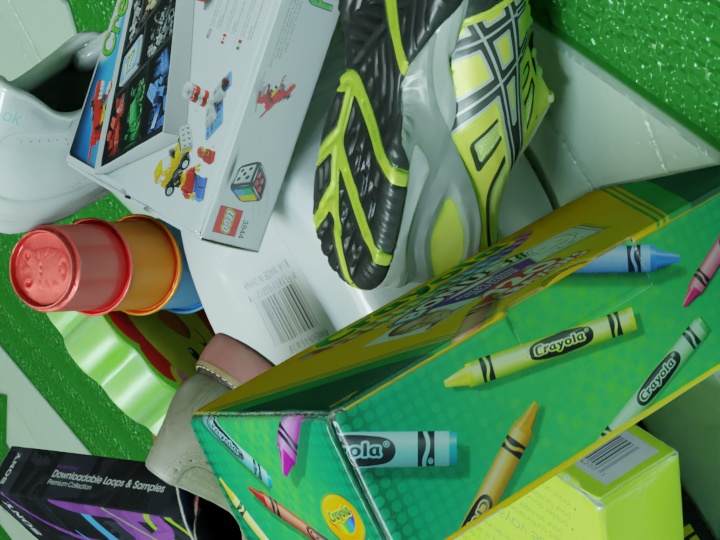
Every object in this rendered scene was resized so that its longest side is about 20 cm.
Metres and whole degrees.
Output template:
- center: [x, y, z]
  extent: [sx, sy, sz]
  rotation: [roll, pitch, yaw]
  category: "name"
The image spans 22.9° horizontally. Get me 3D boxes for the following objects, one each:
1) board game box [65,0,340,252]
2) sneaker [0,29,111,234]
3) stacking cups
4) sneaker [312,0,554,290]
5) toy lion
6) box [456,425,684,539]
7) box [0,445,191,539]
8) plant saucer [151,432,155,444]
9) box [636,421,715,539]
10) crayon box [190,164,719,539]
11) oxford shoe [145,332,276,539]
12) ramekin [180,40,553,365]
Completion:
- center: [-0.056, -0.121, 0.759]
  extent: [0.126, 0.035, 0.200]
  rotation: [28, 101, 51]
  category: "board game box"
- center: [-0.112, -0.086, 0.865]
  extent: [0.075, 0.200, 0.089]
  rotation: [36, 127, 16]
  category: "sneaker"
- center: [-0.096, -0.004, 0.896]
  extent: [0.060, 0.200, 0.061]
  rotation: [1, 92, 25]
  category: "stacking cups"
- center: [0.036, -0.090, 0.692]
  extent: [0.075, 0.076, 0.200]
  rotation: [40, 124, 50]
  category: "sneaker"
- center: [-0.087, 0.059, 0.957]
  extent: [0.200, 0.069, 0.192]
  rotation: [52, -168, 20]
  category: "toy lion"
- center: [0.083, 0.137, 0.745]
  extent: [0.122, 0.048, 0.200]
  rotation: [33, 142, 47]
  category: "box"
- center: [-0.093, 0.155, 0.954]
  extent: [0.200, 0.036, 0.143]
  rotation: [2, 141, 44]
  category: "box"
- center: [-0.100, 0.140, 1.121]
  extent: [0.200, 0.032, 0.201]
  rotation: [165, 90, -89]
  category: "plant saucer"
- center: [0.126, 0.177, 0.816]
  extent: [0.200, 0.049, 0.160]
  rotation: [59, 152, 8]
  category: "box"
- center: [0.053, 0.030, 0.634]
  extent: [0.119, 0.200, 0.058]
  rotation: [-10, 107, 63]
  category: "crayon box"
- center: [-0.045, 0.106, 0.798]
  extent: [0.070, 0.075, 0.200]
  rotation: [28, 159, 35]
  category: "oxford shoe"
- center: [0.000, 0.000, 0.823]
  extent: [0.200, 0.098, 0.201]
  rotation: [43, 147, 36]
  category: "ramekin"
